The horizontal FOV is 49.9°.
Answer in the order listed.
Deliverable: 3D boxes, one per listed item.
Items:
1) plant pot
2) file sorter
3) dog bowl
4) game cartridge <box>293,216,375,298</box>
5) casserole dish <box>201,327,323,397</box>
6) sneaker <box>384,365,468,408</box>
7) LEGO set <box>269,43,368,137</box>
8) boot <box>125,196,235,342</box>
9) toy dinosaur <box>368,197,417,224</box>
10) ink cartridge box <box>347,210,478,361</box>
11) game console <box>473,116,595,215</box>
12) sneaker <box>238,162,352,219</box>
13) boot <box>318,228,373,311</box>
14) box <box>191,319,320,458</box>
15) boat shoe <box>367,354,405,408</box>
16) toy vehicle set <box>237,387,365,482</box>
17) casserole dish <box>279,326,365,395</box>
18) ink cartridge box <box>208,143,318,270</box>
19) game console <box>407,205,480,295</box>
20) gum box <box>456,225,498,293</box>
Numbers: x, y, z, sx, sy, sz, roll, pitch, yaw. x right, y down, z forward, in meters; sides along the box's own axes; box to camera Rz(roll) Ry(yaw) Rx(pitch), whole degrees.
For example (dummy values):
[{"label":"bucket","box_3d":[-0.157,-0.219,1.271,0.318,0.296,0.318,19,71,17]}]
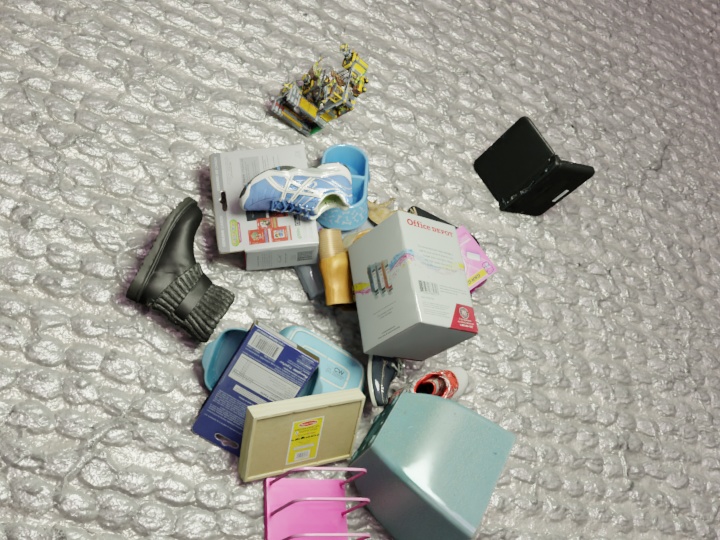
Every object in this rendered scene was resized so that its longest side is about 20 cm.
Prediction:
[{"label":"plant pot","box_3d":[0.099,0.317,1.262,0.199,0.196,0.197,36,53,1]},{"label":"file sorter","box_3d":[-0.058,0.404,1.157,0.137,0.125,0.203,8,62,-26]},{"label":"dog bowl","box_3d":[-0.034,-0.166,1.479,0.109,0.050,0.202,7,48,-3]},{"label":"game cartridge","box_3d":[-0.039,-0.035,1.454,0.198,0.041,0.135,-19,80,-36]},{"label":"casserole dish","box_3d":[-0.155,0.161,1.237,0.197,0.123,0.039,21,12,-4]},{"label":"sneaker","box_3d":[0.144,0.211,1.386,0.199,0.108,0.068,-17,74,-35]},{"label":"LEGO set","box_3d":[-0.088,-0.361,1.498,0.115,0.198,0.156,32,66,-33]},{"label":"boot","box_3d":[-0.269,-0.001,1.271,0.156,0.079,0.213,27,65,-7]},{"label":"toy dinosaur","box_3d":[0.061,-0.099,1.512,0.199,0.059,0.100,40,31,30]},{"label":"ink cartridge box","box_3d":[0.085,0.029,1.304,0.144,0.144,0.203,13,58,-39]},{"label":"game console","box_3d":[0.375,-0.222,1.685,0.173,0.200,0.118,6,63,-27]},{"label":"sneaker","box_3d":[-0.105,-0.127,1.296,0.197,0.076,0.078,-12,63,-10]},{"label":"boot","box_3d":[0.000,0.000,1.406,0.199,0.070,0.147,-3,83,-46]},{"label":"box","box_3d":[-0.165,0.191,1.204,0.120,0.032,0.202,31,99,-12]},{"label":"boat shoe","box_3d":[0.050,0.153,1.366,0.061,0.076,0.202,-1,41,9]},{"label":"toy vehicle set","box_3d":[-0.091,0.258,1.220,0.197,0.126,0.026,-4,30,-32]},{"label":"casserole dish","box_3d":[-0.070,0.171,1.318,0.198,0.039,0.122,33,54,-13]},{"label":"ink cartridge box","box_3d":[-0.172,-0.111,1.370,0.172,0.084,0.203,-6,67,-9]},{"label":"game console","box_3d":[0.155,-0.018,1.560,0.175,0.031,0.202,28,54,-15]},{"label":"gum box","box_3d":[0.164,0.007,1.495,0.199,0.066,0.114,-32,78,-33]}]
